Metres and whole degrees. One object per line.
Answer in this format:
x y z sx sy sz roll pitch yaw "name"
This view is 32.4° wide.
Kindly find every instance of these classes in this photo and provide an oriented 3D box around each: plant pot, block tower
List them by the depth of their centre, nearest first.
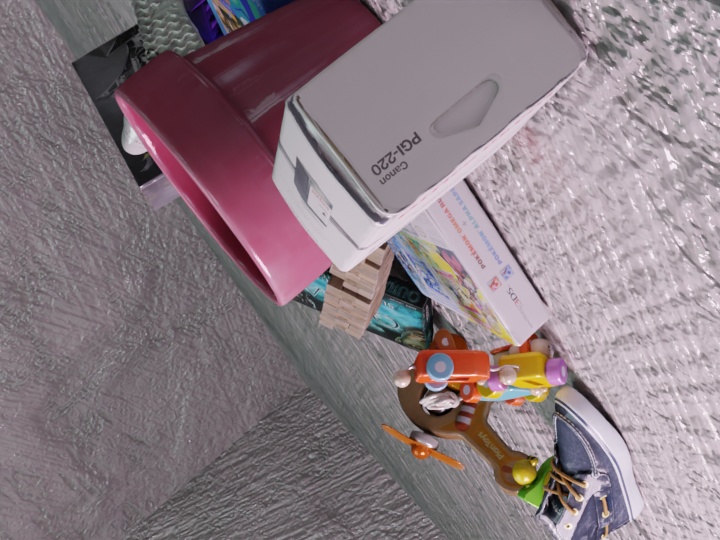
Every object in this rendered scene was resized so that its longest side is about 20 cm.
-0.055 -0.107 0.925 0.200 0.179 0.200 48 171 10 "plant pot"
0.000 0.000 1.290 0.057 0.054 0.201 27 151 6 "block tower"

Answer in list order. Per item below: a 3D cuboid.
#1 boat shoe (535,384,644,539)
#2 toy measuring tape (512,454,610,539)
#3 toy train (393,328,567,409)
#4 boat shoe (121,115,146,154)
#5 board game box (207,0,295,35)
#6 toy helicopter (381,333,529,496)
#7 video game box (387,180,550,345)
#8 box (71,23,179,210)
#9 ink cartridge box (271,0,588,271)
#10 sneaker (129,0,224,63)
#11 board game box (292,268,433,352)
0.199 0.193 1.138 0.071 0.091 0.201 41 166 46 "boat shoe"
0.244 0.238 1.257 0.198 0.074 0.074 29 173 -7 "toy measuring tape"
0.105 0.084 1.105 0.200 0.148 0.056 74 -166 -76 "toy train"
-0.180 -0.184 1.225 0.071 0.200 0.069 39 135 -3 "boat shoe"
-0.083 -0.218 1.053 0.152 0.045 0.201 46 169 31 "board game box"
0.113 0.177 1.370 0.200 0.132 0.079 45 170 31 "toy helicopter"
0.060 -0.037 1.060 0.183 0.047 0.200 57 170 -22 "video game box"
-0.196 -0.183 1.309 0.201 0.157 0.048 57 175 31 "box"
0.029 -0.083 0.707 0.085 0.145 0.200 51 171 0 "ink cartridge box"
-0.164 -0.236 1.165 0.099 0.069 0.203 28 -133 -65 "sneaker"
-0.009 0.027 1.438 0.198 0.028 0.136 22 158 16 "board game box"
